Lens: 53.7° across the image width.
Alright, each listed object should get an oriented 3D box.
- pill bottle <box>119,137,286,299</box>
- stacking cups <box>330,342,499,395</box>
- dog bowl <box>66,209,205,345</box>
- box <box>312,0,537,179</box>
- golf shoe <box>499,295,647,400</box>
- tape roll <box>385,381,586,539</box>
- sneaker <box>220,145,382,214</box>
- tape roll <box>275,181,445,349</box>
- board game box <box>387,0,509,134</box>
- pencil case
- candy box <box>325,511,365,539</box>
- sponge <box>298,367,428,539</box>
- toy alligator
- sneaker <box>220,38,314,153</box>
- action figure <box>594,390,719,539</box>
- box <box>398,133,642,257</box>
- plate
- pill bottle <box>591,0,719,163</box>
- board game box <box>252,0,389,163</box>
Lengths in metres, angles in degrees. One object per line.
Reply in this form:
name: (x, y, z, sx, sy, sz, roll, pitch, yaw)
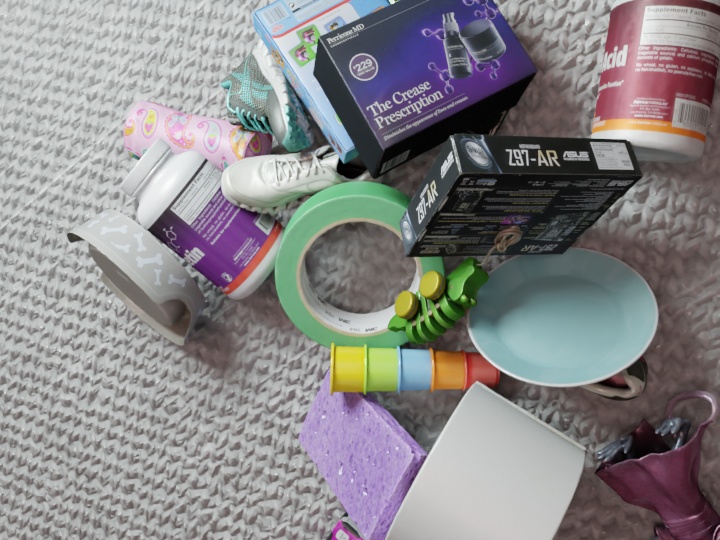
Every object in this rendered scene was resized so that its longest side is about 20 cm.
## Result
pill bottle: (-0.191, -0.065, 0.870, 0.199, 0.113, 0.113, 41, 104, -17)
stacking cups: (0.062, 0.120, 0.829, 0.195, 0.061, 0.062, 4, 92, -2)
dog bowl: (-0.279, 0.006, 0.907, 0.198, 0.201, 0.059, 34, 67, 15)
box: (0.067, -0.214, 0.769, 0.197, 0.079, 0.143, -29, 79, -14)
golf shoe: (0.220, 0.080, 0.786, 0.197, 0.088, 0.079, 23, 100, 18)
tape roll: (0.131, 0.243, 0.759, 0.137, 0.202, 0.206, 29, 100, 15)
sneaker: (-0.065, -0.115, 0.837, 0.195, 0.081, 0.077, -4, 73, -14)
tape roll: (0.000, 0.000, 0.831, 0.195, 0.048, 0.205, 1, 115, 3)
board game box: (0.095, -0.242, 0.854, 0.198, 0.023, 0.106, 33, 102, 15)
pencil case: (-0.209, -0.163, 0.928, 0.196, 0.087, 0.089, 16, 96, 16)
candy box: (0.023, 0.414, 0.872, 0.198, 0.061, 0.138, 36, 101, 14)
sponge: (-0.005, 0.206, 0.833, 0.200, 0.029, 0.113, 38, 106, 54)
toy alligator: (0.100, 0.029, 0.761, 0.199, 0.059, 0.055, -40, 43, 34)
sneaker: (-0.117, -0.194, 0.856, 0.090, 0.078, 0.202, -31, 45, 7)
action figure: (0.344, 0.254, 0.759, 0.148, 0.134, 0.202, -36, 93, -27)
box: (0.156, -0.070, 0.722, 0.195, 0.161, 0.044, -2, 64, -17)
plate: (0.212, 0.050, 0.759, 0.196, 0.202, 0.026, -1, 132, 19)
pill bottle: (0.309, -0.221, 0.734, 0.112, 0.114, 0.205, 9, 94, 18)
board game box: (-0.011, -0.246, 0.826, 0.150, 0.037, 0.202, -31, 79, -14)
